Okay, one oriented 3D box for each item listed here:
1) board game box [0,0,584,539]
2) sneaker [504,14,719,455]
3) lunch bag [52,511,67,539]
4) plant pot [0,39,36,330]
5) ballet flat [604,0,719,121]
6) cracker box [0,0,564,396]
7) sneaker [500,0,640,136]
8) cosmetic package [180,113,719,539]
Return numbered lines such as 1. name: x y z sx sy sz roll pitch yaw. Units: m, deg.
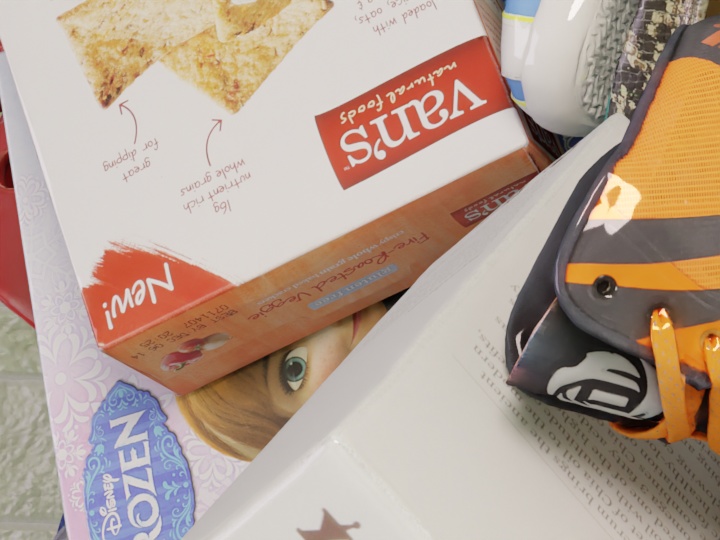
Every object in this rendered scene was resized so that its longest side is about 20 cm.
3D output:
1. board game box: 0.000 0.000 0.794 0.041 0.199 0.200 40 -145 -64
2. sneaker: 0.082 0.044 0.517 0.078 0.112 0.200 120 152 -69
3. lunch bag: -0.015 0.131 0.900 0.200 0.136 0.132 55 -147 -28
4. plant pot: -0.066 -0.043 1.110 0.183 0.200 0.200 -51 8 2
5. ballet flat: 0.103 -0.065 0.663 0.075 0.068 0.200 -134 45 -53
6. cracker box: -0.035 -0.082 0.778 0.058 0.134 0.200 38 -151 -64
7. sneaker: 0.050 -0.121 0.754 0.076 0.105 0.200 69 -145 -48
8. cosmetic package: 0.039 0.051 0.587 0.071 0.101 0.200 -40 2 29
